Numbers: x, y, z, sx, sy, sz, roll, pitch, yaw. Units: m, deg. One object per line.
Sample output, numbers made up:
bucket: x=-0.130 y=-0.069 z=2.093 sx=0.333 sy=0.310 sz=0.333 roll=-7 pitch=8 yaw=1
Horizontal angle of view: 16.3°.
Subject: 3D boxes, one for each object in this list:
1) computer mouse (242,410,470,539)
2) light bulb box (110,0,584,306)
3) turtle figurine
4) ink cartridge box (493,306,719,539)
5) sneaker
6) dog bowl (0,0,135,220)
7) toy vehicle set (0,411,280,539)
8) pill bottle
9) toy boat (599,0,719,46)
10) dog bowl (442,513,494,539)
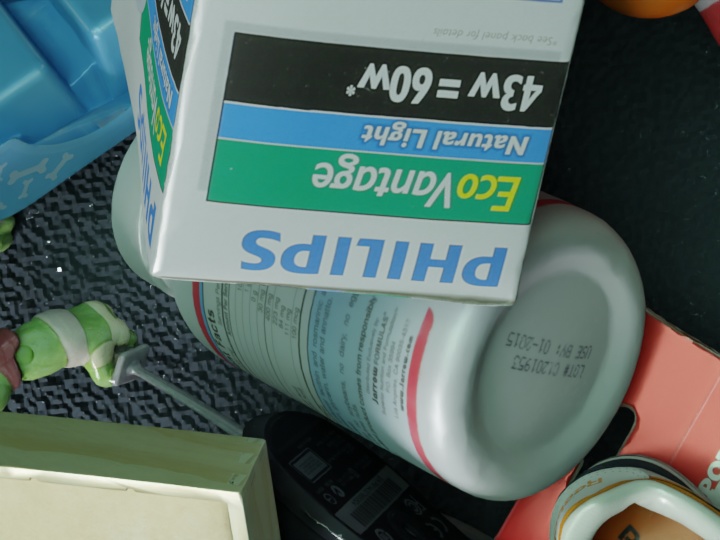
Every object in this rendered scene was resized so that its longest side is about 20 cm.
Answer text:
computer mouse: x=0.023 y=0.135 z=0.864 sx=0.199 sy=0.140 sz=0.046 roll=37 pitch=110 yaw=1
light bulb box: x=-0.005 y=-0.126 z=0.823 sx=0.124 sy=0.199 sz=0.201 roll=4 pitch=120 yaw=-13
turtle figurine: x=-0.152 y=0.065 z=0.994 sx=0.198 sy=0.194 sz=0.145 roll=9 pitch=121 yaw=-21
ink cartridge box: x=0.163 y=0.108 z=0.938 sx=0.199 sy=0.067 sz=0.117 roll=32 pitch=99 yaw=14
sneaker: x=0.144 y=0.142 z=0.869 sx=0.199 sy=0.079 sz=0.079 roll=36 pitch=100 yaw=12
dog bowl: x=-0.122 y=-0.092 z=0.991 sx=0.199 sy=0.050 sz=0.112 roll=-35 pitch=55 yaw=-8
toy vehicle set: x=-0.085 y=0.137 z=0.892 sx=0.123 sy=0.027 sz=0.201 roll=6 pitch=129 yaw=15
pill bottle: x=0.000 y=0.000 z=0.936 sx=0.199 sy=0.108 sz=0.109 roll=27 pitch=99 yaw=41
toy boat: x=0.120 y=-0.128 z=0.834 sx=0.201 sy=0.130 sz=0.130 roll=58 pitch=147 yaw=-1
dog bowl: x=-0.005 y=0.194 z=0.984 sx=0.198 sy=0.079 sz=0.202 roll=0 pitch=92 yaw=17
